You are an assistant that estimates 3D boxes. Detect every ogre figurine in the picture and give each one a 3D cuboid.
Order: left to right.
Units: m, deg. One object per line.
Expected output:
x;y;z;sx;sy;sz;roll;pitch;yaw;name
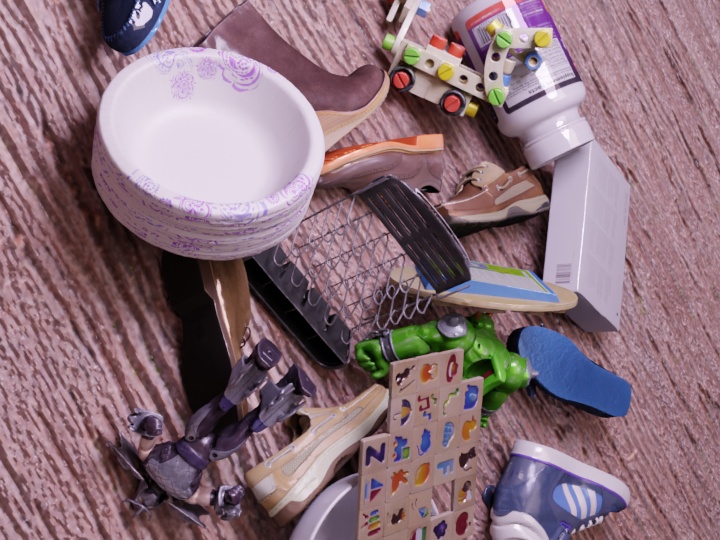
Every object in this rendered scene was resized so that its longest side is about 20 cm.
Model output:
0.101;0.104;1.228;0.200;0.120;0.098;46;34;-21;ogre figurine

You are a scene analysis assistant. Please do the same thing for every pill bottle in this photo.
0.195;-0.226;1.372;0.111;0.111;0.201;-24;88;-41;pill bottle

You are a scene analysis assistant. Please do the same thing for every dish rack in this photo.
0.000;0.000;1.124;0.154;0.199;0.055;50;36;-22;dish rack

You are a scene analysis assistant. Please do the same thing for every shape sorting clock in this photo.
0.128;0.020;1.231;0.199;0.199;0.040;2;103;-41;shape sorting clock

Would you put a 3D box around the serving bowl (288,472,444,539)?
-0.008;0.288;1.130;0.199;0.066;0.202;-6;99;-45;serving bowl

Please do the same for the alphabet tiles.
0.058;0.178;1.121;0.167;0.008;0.202;-7;104;-44;alphabet tiles

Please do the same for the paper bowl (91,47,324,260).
-0.138;-0.095;1.047;0.199;0.105;0.202;9;52;-12;paper bowl

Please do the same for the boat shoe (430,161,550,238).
0.140;-0.084;1.346;0.199;0.075;0.074;-13;85;-50;boat shoe

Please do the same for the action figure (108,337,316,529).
-0.133;0.146;1.010;0.200;0.069;0.130;-44;112;10;action figure

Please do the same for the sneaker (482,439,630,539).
0.222;0.290;1.340;0.200;0.080;0.147;30;71;-37;sneaker

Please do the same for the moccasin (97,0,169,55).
-0.215;-0.289;1.066;0.068;0.080;0.201;34;46;-47;moccasin

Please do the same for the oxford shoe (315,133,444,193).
0.021;-0.100;1.243;0.199;0.071;0.073;-14;98;-40;oxford shoe

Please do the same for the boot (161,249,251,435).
-0.124;0.066;1.087;0.075;0.073;0.201;-5;82;-51;boot

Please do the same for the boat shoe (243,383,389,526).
-0.039;0.158;1.140;0.076;0.072;0.200;44;40;4;boat shoe

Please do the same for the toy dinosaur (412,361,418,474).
0.045;0.166;1.176;0.200;0.047;0.089;77;26;-63;toy dinosaur

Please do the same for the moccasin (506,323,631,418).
0.235;0.130;1.385;0.200;0.068;0.081;35;68;-29;moccasin

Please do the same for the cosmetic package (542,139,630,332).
0.280;-0.042;1.440;0.151;0.051;0.201;34;59;-51;cosmetic package

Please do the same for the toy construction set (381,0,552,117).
0.102;-0.246;1.292;0.132;0.199;0.092;-65;166;19;toy construction set

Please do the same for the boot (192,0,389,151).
-0.064;-0.206;1.188;0.167;0.072;0.200;55;48;-15;boot
